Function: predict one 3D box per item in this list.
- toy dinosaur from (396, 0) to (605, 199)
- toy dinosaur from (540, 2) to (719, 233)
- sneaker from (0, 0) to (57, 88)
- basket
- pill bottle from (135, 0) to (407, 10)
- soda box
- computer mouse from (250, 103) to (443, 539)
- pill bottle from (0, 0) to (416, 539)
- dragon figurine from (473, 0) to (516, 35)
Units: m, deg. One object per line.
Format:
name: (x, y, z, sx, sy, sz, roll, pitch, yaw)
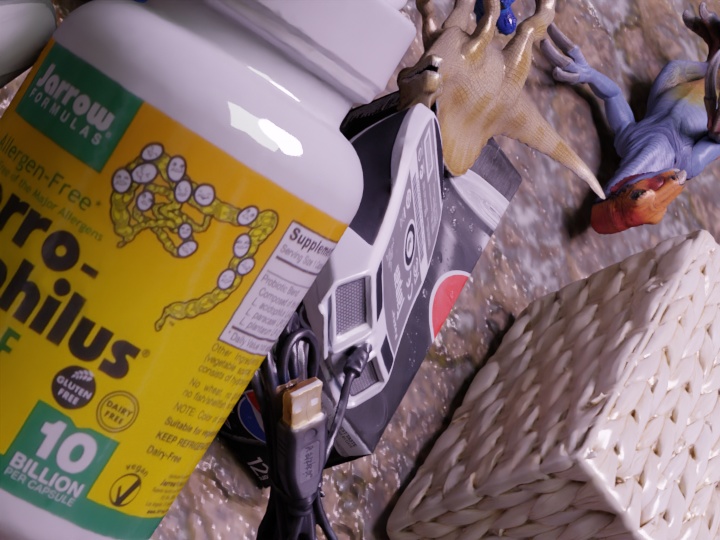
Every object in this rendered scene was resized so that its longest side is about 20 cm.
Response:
toy dinosaur: (0.055, -0.090, 0.913, 0.200, 0.058, 0.101, 16, 82, -62)
toy dinosaur: (0.188, -0.071, 1.125, 0.200, 0.105, 0.182, 50, 60, -39)
sneaker: (-0.180, -0.028, 0.645, 0.200, 0.070, 0.080, -31, 113, -18)
basket: (0.117, 0.091, 0.933, 0.123, 0.135, 0.200, 53, 40, -13)
pill bottle: (-0.072, -0.174, 0.846, 0.112, 0.112, 0.200, -39, 103, -51)
soda box: (0.000, 0.000, 0.889, 0.071, 0.063, 0.200, 52, 41, -20)
computer mouse: (-0.009, 0.012, 0.774, 0.200, 0.044, 0.110, -69, 158, -47)
pill bottle: (-0.069, -0.015, 0.651, 0.113, 0.113, 0.200, 31, 93, -38)
dragon figurine: (0.004, -0.191, 0.954, 0.200, 0.099, 0.059, 54, 40, -18)
